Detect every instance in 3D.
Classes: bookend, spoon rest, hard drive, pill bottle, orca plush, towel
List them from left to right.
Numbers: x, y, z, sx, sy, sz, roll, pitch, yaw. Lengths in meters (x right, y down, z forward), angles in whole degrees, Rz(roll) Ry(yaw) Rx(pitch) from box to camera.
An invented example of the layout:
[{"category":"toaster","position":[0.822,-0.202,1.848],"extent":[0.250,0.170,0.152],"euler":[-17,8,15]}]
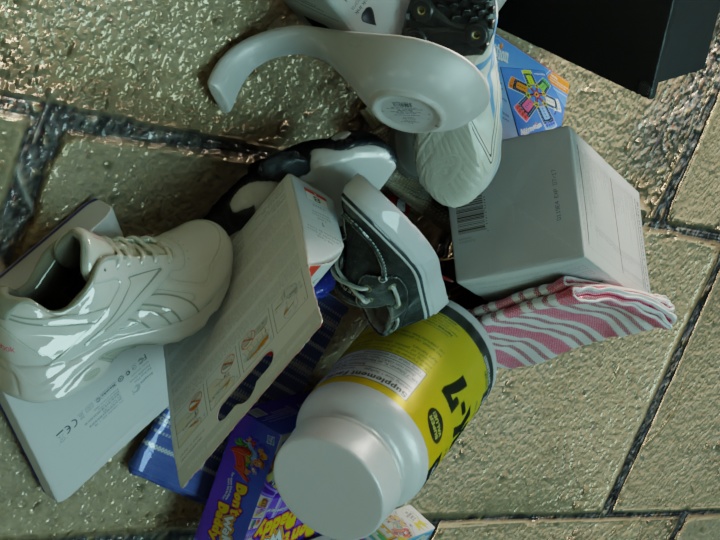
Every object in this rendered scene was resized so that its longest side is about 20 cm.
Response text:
[{"category":"hard drive","position":[-0.204,0.060,1.492],"extent":[0.132,0.025,0.200],"euler":[-43,142,-24]},{"category":"towel","position":[-0.098,0.091,1.657],"extent":[0.145,0.024,0.200],"euler":[32,86,-54]},{"category":"orca plush","position":[-0.067,-0.047,1.549],"extent":[0.105,0.071,0.200],"euler":[32,110,-37]},{"category":"spoon rest","position":[-0.005,-0.138,1.469],"extent":[0.099,0.199,0.061],"euler":[65,34,-59]},{"category":"pill bottle","position":[0.019,0.114,1.623],"extent":[0.200,0.114,0.115],"euler":[-49,148,-48]},{"category":"towel","position":[0.142,0.050,1.718],"extent":[0.146,0.200,0.030],"euler":[11,66,-45]},{"category":"bookend","position":[0.219,-0.230,1.660],"extent":[0.198,0.200,0.092],"euler":[-18,128,-43]}]

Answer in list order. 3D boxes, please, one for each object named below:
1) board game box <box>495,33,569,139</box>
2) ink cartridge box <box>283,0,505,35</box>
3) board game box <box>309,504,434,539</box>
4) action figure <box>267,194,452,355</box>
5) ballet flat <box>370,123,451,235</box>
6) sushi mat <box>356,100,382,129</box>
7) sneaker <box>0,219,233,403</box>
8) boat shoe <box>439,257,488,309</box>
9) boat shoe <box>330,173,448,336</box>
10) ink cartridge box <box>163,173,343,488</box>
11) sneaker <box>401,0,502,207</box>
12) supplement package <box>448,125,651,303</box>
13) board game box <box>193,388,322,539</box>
[{"category":"board game box","position":[0.115,-0.135,1.723],"extent":[0.200,0.019,0.103],"euler":[23,78,-58]},{"category":"ink cartridge box","position":[0.022,-0.227,1.516],"extent":[0.147,0.083,0.200],"euler":[-55,146,-5]},{"category":"board game box","position":[-0.025,0.279,1.810],"extent":[0.135,0.034,0.200],"euler":[-56,159,19]},{"category":"action figure","position":[0.000,0.000,1.629],"extent":[0.200,0.099,0.065],"euler":[-45,146,-43]},{"category":"ballet flat","position":[0.050,-0.070,1.682],"extent":[0.200,0.046,0.068],"euler":[29,53,-60]},{"category":"sushi mat","position":[0.063,-0.120,1.708],"extent":[0.096,0.012,0.200],"euler":[-53,145,-8]},{"category":"sneaker","position":[-0.165,0.007,1.415],"extent":[0.200,0.078,0.100],"euler":[-34,135,-34]},{"category":"boat shoe","position":[0.103,0.018,1.810],"extent":[0.200,0.070,0.071],"euler":[-15,125,-47]},{"category":"boat shoe","position":[0.015,0.000,1.530],"extent":[0.071,0.072,0.200],"euler":[-40,151,-5]},{"category":"ink cartridge box","position":[-0.069,0.045,1.439],"extent":[0.050,0.200,0.162],"euler":[30,112,-27]},{"category":"sneaker","position":[0.070,-0.145,1.518],"extent":[0.073,0.072,0.201],"euler":[-66,159,-56]},{"category":"supplement package","position":[0.158,-0.028,1.713],"extent":[0.200,0.109,0.114],"euler":[31,51,-62]},{"category":"board game box","position":[-0.050,0.167,1.713],"extent":[0.200,0.045,0.135],"euler":[-12,126,-59]}]
